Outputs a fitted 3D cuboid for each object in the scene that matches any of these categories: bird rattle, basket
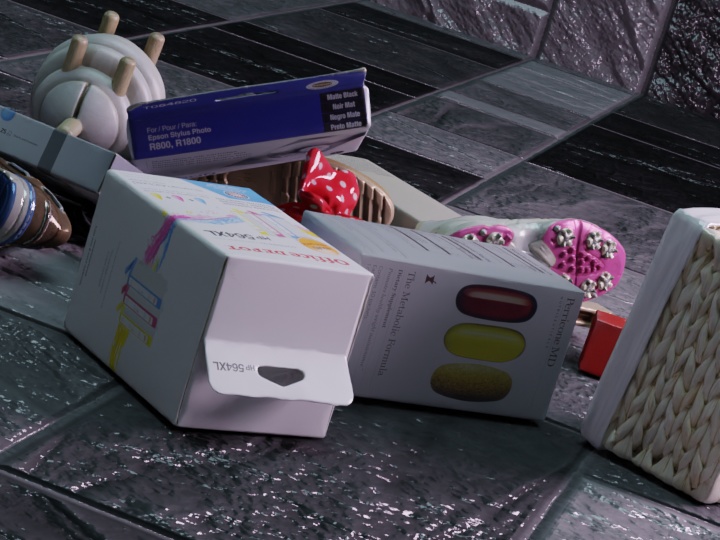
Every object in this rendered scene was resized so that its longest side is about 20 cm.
[{"bbox_3d":[0.000,0.000,1.823,0.163,0.113,0.200,36,10,-23],"label":"bird rattle"},{"bbox_3d":[0.281,0.067,1.671,0.123,0.200,0.136,34,21,36],"label":"basket"}]

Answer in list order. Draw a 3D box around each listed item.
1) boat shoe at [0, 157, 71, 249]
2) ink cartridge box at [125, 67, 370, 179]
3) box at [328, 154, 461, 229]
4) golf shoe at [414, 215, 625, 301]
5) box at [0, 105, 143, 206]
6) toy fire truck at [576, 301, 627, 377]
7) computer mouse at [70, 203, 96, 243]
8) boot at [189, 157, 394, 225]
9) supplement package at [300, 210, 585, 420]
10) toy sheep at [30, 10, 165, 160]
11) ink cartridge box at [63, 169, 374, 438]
[{"bbox_3d":[-0.289,-0.054,1.735,0.072,0.072,0.200,27,5,-34],"label":"boat shoe"},{"bbox_3d":[-0.093,-0.115,1.824,0.200,0.041,0.200,-9,-6,-4],"label":"ink cartridge box"},{"bbox_3d":[0.022,-0.045,2.051,0.082,0.068,0.200,6,18,-36],"label":"box"},{"bbox_3d":[0.134,-0.019,1.887,0.200,0.075,0.092,6,12,-32],"label":"golf shoe"},{"bbox_3d":[-0.264,-0.093,1.851,0.200,0.041,0.156,21,-7,21],"label":"box"},{"bbox_3d":[0.174,0.032,1.972,0.141,0.049,0.200,19,13,5],"label":"toy fire truck"},{"bbox_3d":[-0.188,-0.016,1.735,0.140,0.046,0.200,18,14,-1],"label":"computer mouse"},{"bbox_3d":[-0.062,-0.092,2.012,0.200,0.072,0.166,14,16,0],"label":"boot"},{"bbox_3d":[0.050,0.035,1.682,0.200,0.114,0.110,9,15,-29],"label":"supplement package"},{"bbox_3d":[-0.244,-0.159,2.043,0.138,0.138,0.200,20,23,10],"label":"toy sheep"},{"bbox_3d":[-0.093,0.026,1.522,0.129,0.125,0.200,6,17,-37],"label":"ink cartridge box"}]
